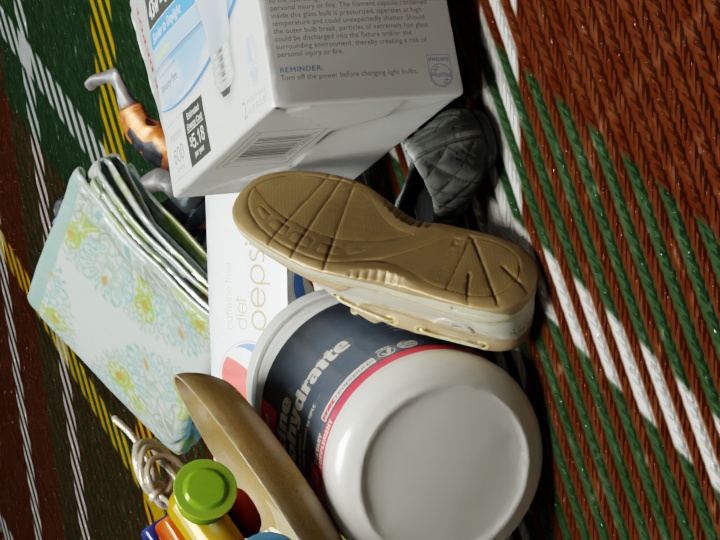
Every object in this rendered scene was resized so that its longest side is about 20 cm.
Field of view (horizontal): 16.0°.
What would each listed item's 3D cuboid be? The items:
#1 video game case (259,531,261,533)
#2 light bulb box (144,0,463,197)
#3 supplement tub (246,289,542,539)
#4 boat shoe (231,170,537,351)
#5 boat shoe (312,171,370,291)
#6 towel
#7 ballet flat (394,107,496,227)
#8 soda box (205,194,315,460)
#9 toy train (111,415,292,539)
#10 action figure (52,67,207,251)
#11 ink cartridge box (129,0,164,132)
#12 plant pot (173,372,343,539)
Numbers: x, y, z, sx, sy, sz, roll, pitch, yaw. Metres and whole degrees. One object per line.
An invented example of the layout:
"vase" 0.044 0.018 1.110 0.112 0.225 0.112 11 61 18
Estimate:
"video game case" -0.053 0.260 1.976 0.181 0.036 0.200 39 151 12
"light bulb box" -0.044 -0.169 1.563 0.198 0.124 0.201 145 118 -63
"supplement tub" 0.016 0.095 1.604 0.200 0.140 0.141 -145 45 -65
"boat shoe" 0.013 0.001 1.537 0.199 0.074 0.069 22 147 24
"boat shoe" 0.000 0.000 1.721 0.072 0.059 0.201 -31 -61 -61
"towel" -0.162 0.027 1.873 0.171 0.048 0.200 48 146 14
"ballet flat" 0.036 -0.041 1.583 0.200 0.057 0.067 109 144 -60
"soda box" -0.060 0.037 1.750 0.068 0.064 0.201 2 96 31
"toy train" -0.100 0.146 1.547 0.200 0.084 0.116 53 160 19
"action figure" -0.145 -0.080 1.976 0.105 0.199 0.194 -41 62 37
"ink cartridge box" -0.099 -0.173 1.867 0.200 0.087 0.146 136 120 -68
"plant pot" -0.050 0.141 1.582 0.200 0.027 0.200 55 171 13
